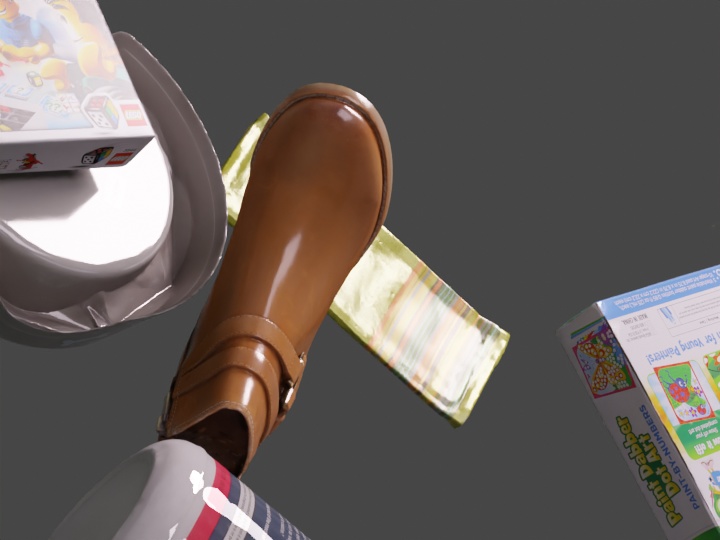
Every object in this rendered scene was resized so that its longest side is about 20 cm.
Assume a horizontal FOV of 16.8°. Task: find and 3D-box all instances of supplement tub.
[{"bbox_3d":[-0.055,0.186,1.098,0.200,0.140,0.140,41,40,-12],"label":"supplement tub"}]

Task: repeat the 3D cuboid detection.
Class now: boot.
[{"bbox_3d":[-0.045,0.020,1.190,0.074,0.200,0.155,20,34,3],"label":"boot"}]

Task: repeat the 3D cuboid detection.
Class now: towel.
[{"bbox_3d":[0.000,0.000,1.391,0.200,0.018,0.086,42,39,-11],"label":"towel"}]

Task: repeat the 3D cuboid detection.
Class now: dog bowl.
[{"bbox_3d":[-0.165,-0.049,1.235,0.200,0.059,0.200,25,47,-30],"label":"dog bowl"}]

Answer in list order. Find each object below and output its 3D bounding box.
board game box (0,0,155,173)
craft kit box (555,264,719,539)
[{"bbox_3d":[-0.203,-0.106,1.167,0.200,0.035,0.126,-6,65,-46],"label":"board game box"},{"bbox_3d":[0.237,0.096,1.530,0.200,0.049,0.198,-13,68,-48],"label":"craft kit box"}]
